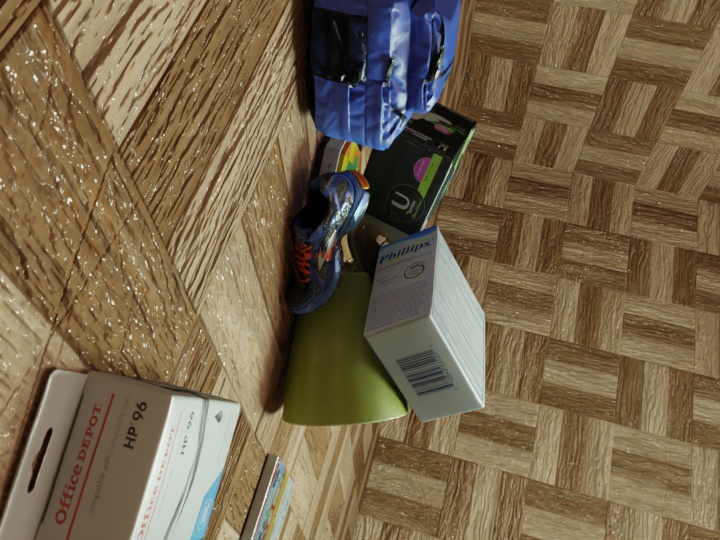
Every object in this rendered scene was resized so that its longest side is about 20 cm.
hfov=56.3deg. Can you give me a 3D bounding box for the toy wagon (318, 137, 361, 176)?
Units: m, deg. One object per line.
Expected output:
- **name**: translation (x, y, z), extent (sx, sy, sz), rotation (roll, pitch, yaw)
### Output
- **toy wagon**: translation (-0.030, -0.127, 0.988), extent (0.200, 0.039, 0.158), rotation (24, 79, -80)

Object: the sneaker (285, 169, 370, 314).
- **sneaker**: translation (-0.060, -0.038, 0.864), extent (0.078, 0.075, 0.203), rotation (5, 110, -45)

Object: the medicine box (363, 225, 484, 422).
- **medicine box**: translation (0.099, 0.075, 0.965), extent (0.184, 0.101, 0.202), rotation (57, 26, -29)

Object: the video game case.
- **video game case**: translation (-0.143, 0.381, 1.052), extent (0.201, 0.017, 0.145), rotation (85, 19, -62)

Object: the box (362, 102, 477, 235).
- **box**: translation (0.091, -0.174, 1.089), extent (0.200, 0.123, 0.150), rotation (-53, 168, -56)

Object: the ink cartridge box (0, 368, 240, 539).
- **ink cartridge box**: translation (-0.158, 0.141, 0.482), extent (0.200, 0.066, 0.118), rotation (62, 42, -76)

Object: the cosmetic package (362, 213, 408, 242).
- **cosmetic package**: translation (0.053, -0.046, 1.125), extent (0.051, 0.200, 0.083), rotation (-42, 166, -7)

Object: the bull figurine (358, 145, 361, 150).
- **bull figurine**: translation (0.039, -0.287, 1.109), extent (0.122, 0.064, 0.202), rotation (100, 12, -55)

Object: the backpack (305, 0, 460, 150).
- **backpack**: translation (0.021, -0.241, 0.770), extent (0.202, 0.165, 0.164), rotation (99, 16, -45)

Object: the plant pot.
- **plant pot**: translation (-0.028, 0.108, 0.980), extent (0.187, 0.183, 0.205), rotation (20, 66, -81)

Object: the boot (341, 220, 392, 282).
- **boot**: translation (0.000, 0.000, 1.096), extent (0.072, 0.153, 0.201), rotation (-48, 125, -24)
